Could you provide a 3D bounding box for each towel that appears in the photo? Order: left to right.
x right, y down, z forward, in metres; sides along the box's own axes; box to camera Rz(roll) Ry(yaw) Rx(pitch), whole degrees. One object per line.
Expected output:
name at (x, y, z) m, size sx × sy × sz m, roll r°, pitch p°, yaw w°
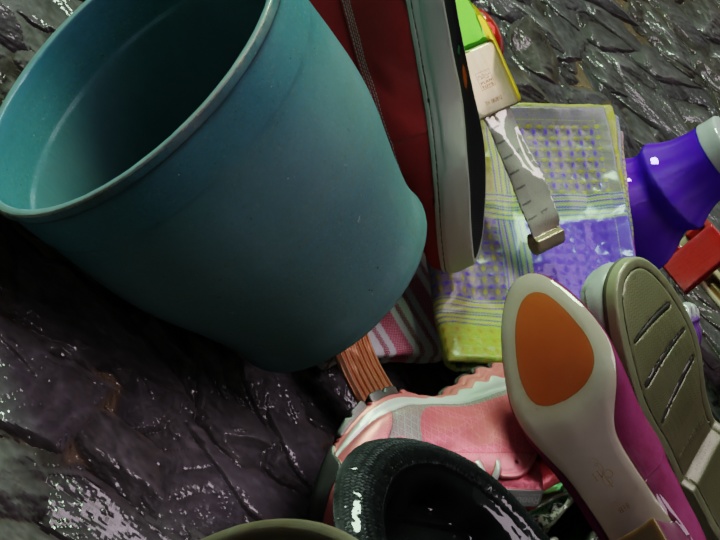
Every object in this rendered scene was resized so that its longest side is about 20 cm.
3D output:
towel at (0.000, 0.000, 1.314) m, size 0.200 × 0.030 × 0.147 m, roll 1°, pitch 53°, yaw -53°
towel at (0.108, -0.024, 1.305) m, size 0.143 × 0.023 × 0.200 m, roll 4°, pitch 59°, yaw -12°

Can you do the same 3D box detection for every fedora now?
fedora at (0.036, 0.186, 1.035) m, size 0.200 × 0.092 × 0.201 m, roll 34°, pitch 31°, yaw -24°

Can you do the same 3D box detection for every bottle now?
bottle at (0.170, -0.030, 1.392) m, size 0.084 × 0.200 × 0.065 m, roll 42°, pitch 27°, yaw -26°

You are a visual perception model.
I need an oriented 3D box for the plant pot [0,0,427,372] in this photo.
plant pot at (-0.069, -0.051, 1.124) m, size 0.188 × 0.200 × 0.200 m, roll 46°, pitch 23°, yaw -33°

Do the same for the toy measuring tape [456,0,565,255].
toy measuring tape at (0.069, -0.101, 1.305) m, size 0.074 × 0.073 × 0.200 m, roll -26°, pitch 92°, yaw -62°

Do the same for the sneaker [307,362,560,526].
sneaker at (0.055, 0.106, 1.138) m, size 0.087 × 0.074 × 0.200 m, roll 30°, pitch 32°, yaw 32°

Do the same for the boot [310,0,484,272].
boot at (-0.005, -0.089, 1.231) m, size 0.072 × 0.144 × 0.200 m, roll -69°, pitch 149°, yaw -67°

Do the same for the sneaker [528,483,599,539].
sneaker at (0.121, 0.153, 1.203) m, size 0.077 × 0.089 × 0.200 m, roll 45°, pitch 27°, yaw -1°

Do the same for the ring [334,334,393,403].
ring at (0.038, 0.044, 1.266) m, size 0.200 × 0.019 × 0.201 m, roll 34°, pitch 42°, yaw -37°

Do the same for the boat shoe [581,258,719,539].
boat shoe at (0.165, 0.081, 1.220) m, size 0.075 × 0.068 × 0.200 m, roll -46°, pitch 124°, yaw -37°

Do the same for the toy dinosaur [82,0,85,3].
toy dinosaur at (-0.116, -0.123, 1.260) m, size 0.101 × 0.058 × 0.200 m, roll -3°, pitch 42°, yaw -40°

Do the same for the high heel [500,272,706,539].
high heel at (0.136, 0.098, 1.151) m, size 0.096 × 0.067 × 0.200 m, roll 29°, pitch 40°, yaw -67°

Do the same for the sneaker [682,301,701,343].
sneaker at (0.198, 0.078, 1.437) m, size 0.089 × 0.080 × 0.200 m, roll 66°, pitch 22°, yaw 2°

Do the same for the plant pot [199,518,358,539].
plant pot at (-0.017, 0.228, 0.829) m, size 0.174 × 0.200 × 0.200 m, roll 46°, pitch 22°, yaw -36°

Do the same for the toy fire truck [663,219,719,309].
toy fire truck at (0.289, 0.032, 1.577) m, size 0.141 × 0.049 × 0.200 m, roll 50°, pitch 5°, yaw 7°
